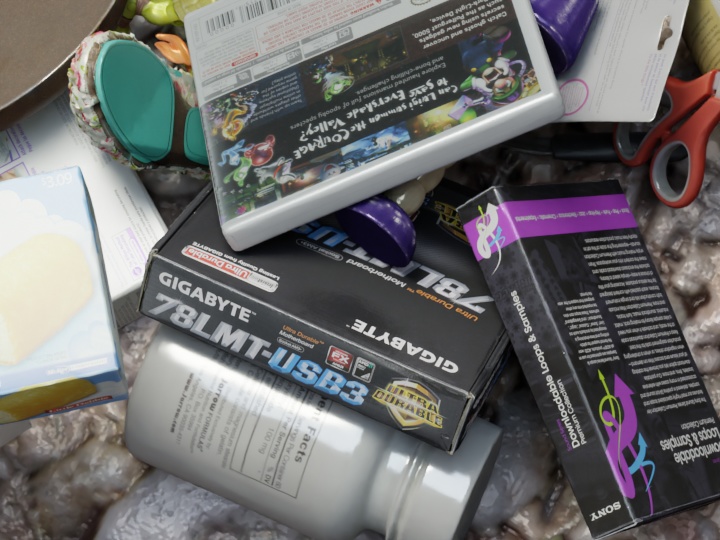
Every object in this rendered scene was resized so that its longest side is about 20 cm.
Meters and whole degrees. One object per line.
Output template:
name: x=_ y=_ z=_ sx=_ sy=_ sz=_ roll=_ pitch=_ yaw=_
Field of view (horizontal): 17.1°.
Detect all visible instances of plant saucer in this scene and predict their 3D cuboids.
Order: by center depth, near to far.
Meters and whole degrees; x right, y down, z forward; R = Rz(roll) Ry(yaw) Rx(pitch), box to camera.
plant saucer: x=-0.216 y=-0.144 z=1.455 sx=0.199 sy=0.032 sz=0.201 roll=-21 pitch=39 yaw=18

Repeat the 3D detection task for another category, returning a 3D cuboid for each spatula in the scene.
spatula: x=0.102 y=-0.080 z=1.466 sx=0.198 sy=0.021 sz=0.057 roll=4 pitch=59 yaw=2

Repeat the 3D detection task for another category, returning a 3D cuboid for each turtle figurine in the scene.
turtle figurine: x=-0.098 y=-0.182 z=1.487 sx=0.198 sy=0.064 sz=0.163 roll=4 pitch=74 yaw=5

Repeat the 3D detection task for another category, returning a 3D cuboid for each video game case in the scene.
video game case: x=0.003 y=-0.116 z=1.351 sx=0.199 sy=0.023 sz=0.183 roll=-22 pitch=47 yaw=9

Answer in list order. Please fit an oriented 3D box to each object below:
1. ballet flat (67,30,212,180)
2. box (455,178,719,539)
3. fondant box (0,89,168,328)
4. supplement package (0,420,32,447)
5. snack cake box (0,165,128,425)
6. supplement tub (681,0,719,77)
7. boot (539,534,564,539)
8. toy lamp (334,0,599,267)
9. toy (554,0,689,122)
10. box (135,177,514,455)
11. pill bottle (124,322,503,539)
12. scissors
ballet flat: x=-0.129 y=-0.090 z=1.403 sx=0.063 sy=0.200 sz=0.076 roll=5 pitch=80 yaw=26
box: x=0.138 y=0.046 z=1.362 sx=0.036 sy=0.143 sz=0.201 roll=-30 pitch=76 yaw=32
fondant box: x=-0.221 y=-0.011 z=1.449 sx=0.199 sy=0.058 sz=0.145 roll=-28 pitch=75 yaw=-5
supplement package: x=-0.293 y=0.028 z=1.351 sx=0.121 sy=0.120 sz=0.201 roll=-33 pitch=76 yaw=-7
snack cake box: x=-0.229 y=0.026 z=1.253 sx=0.198 sy=0.067 sz=0.116 roll=-12 pitch=74 yaw=-4
supplement tub: x=0.264 y=-0.149 z=1.412 sx=0.144 sy=0.145 sz=0.201 roll=-24 pitch=74 yaw=-3
boot: x=0.078 y=0.267 z=1.351 sx=0.180 sy=0.073 sz=0.202 roll=-19 pitch=80 yaw=0
toy lamp: x=0.066 y=-0.091 z=1.352 sx=0.058 sy=0.058 sz=0.200 roll=34 pitch=73 yaw=12
toy: x=0.113 y=-0.130 z=1.428 sx=0.199 sy=0.047 sz=0.116 roll=3 pitch=67 yaw=38
box: x=0.000 y=0.000 z=1.375 sx=0.199 sy=0.050 sz=0.199 roll=23 pitch=32 yaw=10
pill bottle: x=-0.025 y=0.092 z=1.377 sx=0.199 sy=0.114 sz=0.115 roll=23 pitch=76 yaw=10
scissors: x=0.204 y=-0.111 z=1.369 sx=0.014 sy=0.200 sz=0.073 roll=-14 pitch=63 yaw=-34
